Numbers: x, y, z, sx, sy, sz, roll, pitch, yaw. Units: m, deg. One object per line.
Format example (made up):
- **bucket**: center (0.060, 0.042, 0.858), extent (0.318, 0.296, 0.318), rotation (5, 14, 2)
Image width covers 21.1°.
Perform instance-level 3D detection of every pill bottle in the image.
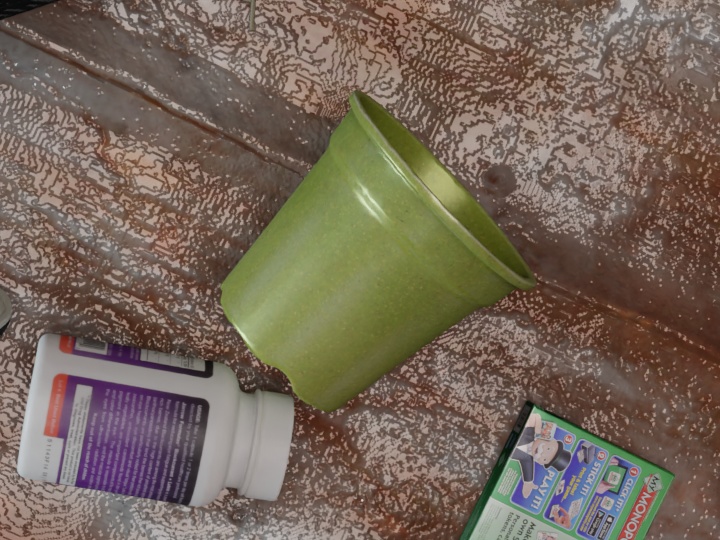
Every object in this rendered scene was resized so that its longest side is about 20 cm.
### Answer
- **pill bottle**: center (-0.155, 0.119, 1.472), extent (0.198, 0.111, 0.112), rotation (11, 93, -8)

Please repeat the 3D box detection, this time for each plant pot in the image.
- **plant pot**: center (0.000, 0.000, 1.457), extent (0.184, 0.200, 0.200), rotation (-44, 99, 9)

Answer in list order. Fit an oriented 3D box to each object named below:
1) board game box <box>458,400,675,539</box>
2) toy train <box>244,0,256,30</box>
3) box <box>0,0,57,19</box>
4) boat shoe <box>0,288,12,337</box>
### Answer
- **board game box**: center (0.151, 0.225, 1.562), extent (0.134, 0.029, 0.201), rotation (26, 90, -9)
- **toy train**: center (-0.126, -0.282, 1.461), extent (0.115, 0.201, 0.085), rotation (33, 53, 25)
- **box**: center (-0.263, -0.244, 1.368), extent (0.195, 0.200, 0.125), rotation (-18, 96, 6)
- **boat shoe**: center (-0.358, 0.069, 1.467), extent (0.199, 0.074, 0.061), rotation (-24, 139, -21)
